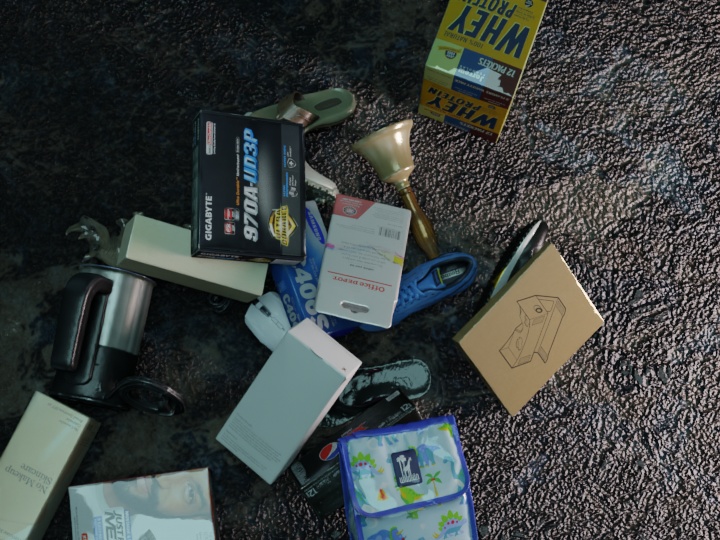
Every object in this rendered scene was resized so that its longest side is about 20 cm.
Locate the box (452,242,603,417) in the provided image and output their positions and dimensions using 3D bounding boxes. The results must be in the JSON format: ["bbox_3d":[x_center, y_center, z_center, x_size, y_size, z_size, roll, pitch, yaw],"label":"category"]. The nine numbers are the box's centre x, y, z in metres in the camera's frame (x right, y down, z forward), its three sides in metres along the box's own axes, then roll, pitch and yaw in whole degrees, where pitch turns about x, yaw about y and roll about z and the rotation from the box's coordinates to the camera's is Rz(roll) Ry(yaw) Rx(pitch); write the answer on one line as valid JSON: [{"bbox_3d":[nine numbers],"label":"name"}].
[{"bbox_3d":[0.243,0.086,1.645,0.200,0.021,0.164,-44,118,-9],"label":"box"}]

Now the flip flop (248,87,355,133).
[{"bbox_3d":[-0.089,-0.237,1.705,0.198,0.058,0.081,-24,62,-27],"label":"flip flop"}]

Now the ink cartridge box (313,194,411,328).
[{"bbox_3d":[0.000,0.000,1.631,0.115,0.068,0.202,13,56,-2],"label":"ink cartridge box"}]

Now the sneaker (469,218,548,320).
[{"bbox_3d":[0.239,0.025,1.686,0.089,0.070,0.202,31,80,-6],"label":"sneaker"}]

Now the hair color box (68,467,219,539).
[{"bbox_3d":[-0.302,0.346,1.604,0.196,0.064,0.113,-8,77,-4],"label":"hair color box"}]

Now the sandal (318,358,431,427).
[{"bbox_3d":[0.006,0.170,1.654,0.197,0.048,0.076,-17,79,-5],"label":"sandal"}]

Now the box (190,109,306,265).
[{"bbox_3d":[-0.156,-0.113,1.596,0.156,0.046,0.204,5,75,-23],"label":"box"}]

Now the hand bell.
[{"bbox_3d":[0.069,-0.111,1.706,0.103,0.104,0.203,-23,89,-6],"label":"hand bell"}]

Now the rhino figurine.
[{"bbox_3d":[-0.329,-0.036,1.649,0.198,0.060,0.089,12,63,-34],"label":"rhino figurine"}]

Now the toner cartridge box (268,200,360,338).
[{"bbox_3d":[-0.079,0.003,1.671,0.094,0.043,0.203,-12,76,-40],"label":"toner cartridge box"}]

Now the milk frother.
[{"bbox_3d":[-0.323,0.100,1.601,0.197,0.181,0.191,11,79,-3],"label":"milk frother"}]

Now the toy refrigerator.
[{"bbox_3d":[-0.234,-0.018,1.606,0.197,0.076,0.071,16,76,-19],"label":"toy refrigerator"}]

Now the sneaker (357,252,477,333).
[{"bbox_3d":[0.079,0.027,1.673,0.198,0.078,0.067,-25,81,-5],"label":"sneaker"}]

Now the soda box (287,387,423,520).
[{"bbox_3d":[0.000,0.258,1.615,0.199,0.063,0.071,-34,121,-8],"label":"soda box"}]

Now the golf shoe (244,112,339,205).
[{"bbox_3d":[-0.111,-0.172,1.717,0.198,0.078,0.098,27,72,4],"label":"golf shoe"}]

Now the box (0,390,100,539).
[{"bbox_3d":[-0.456,0.282,1.607,0.094,0.078,0.202,24,78,4],"label":"box"}]

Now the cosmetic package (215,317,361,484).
[{"bbox_3d":[-0.100,0.181,1.589,0.107,0.085,0.201,39,108,7],"label":"cosmetic package"}]

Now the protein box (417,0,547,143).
[{"bbox_3d":[0.183,-0.331,1.690,0.133,0.199,0.203,20,78,4],"label":"protein box"}]

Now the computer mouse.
[{"bbox_3d":[-0.128,0.069,1.677,0.200,0.044,0.110,44,79,8],"label":"computer mouse"}]

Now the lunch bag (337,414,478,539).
[{"bbox_3d":[0.063,0.308,1.557,0.167,0.127,0.204,-10,97,-11],"label":"lunch bag"}]
